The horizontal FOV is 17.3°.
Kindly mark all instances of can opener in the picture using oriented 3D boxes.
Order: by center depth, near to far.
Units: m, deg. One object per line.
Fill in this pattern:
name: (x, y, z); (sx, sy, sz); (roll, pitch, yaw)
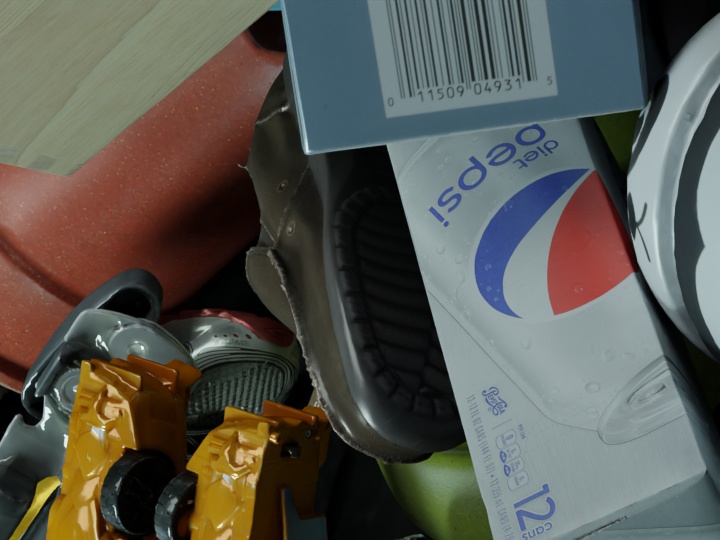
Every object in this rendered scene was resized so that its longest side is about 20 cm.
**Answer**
can opener: (-0.128, 0.088, 0.933); (0.201, 0.053, 0.067); (-55, 15, 25)

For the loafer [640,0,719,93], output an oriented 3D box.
loafer: (0.122, -0.153, 0.773); (0.063, 0.071, 0.202); (-18, 72, 58)

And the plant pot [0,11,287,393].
plant pot: (-0.093, -0.079, 0.995); (0.195, 0.200, 0.202); (-35, 41, 28)

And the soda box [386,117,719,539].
soda box: (0.061, 0.019, 0.710); (0.063, 0.068, 0.201); (-25, 41, 11)

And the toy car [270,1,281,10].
toy car: (0.027, -0.220, 0.860); (0.201, 0.175, 0.186); (112, 162, -53)

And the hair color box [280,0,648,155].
hair color box: (0.032, -0.099, 0.733); (0.200, 0.098, 0.061); (-84, -14, -70)

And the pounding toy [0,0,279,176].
pounding toy: (-0.139, -0.161, 0.839); (0.184, 0.141, 0.202); (-34, 56, 40)

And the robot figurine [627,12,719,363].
robot figurine: (0.153, -0.008, 0.617); (0.151, 0.124, 0.200); (-57, 32, 1)

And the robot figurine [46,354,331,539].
robot figurine: (-0.066, 0.139, 0.849); (0.144, 0.058, 0.202); (16, 104, 39)

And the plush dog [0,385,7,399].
plush dog: (-0.256, 0.120, 1.152); (0.201, 0.159, 0.173); (-101, 20, -47)

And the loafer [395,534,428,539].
loafer: (0.047, 0.123, 0.732); (0.199, 0.075, 0.070); (10, 81, 58)

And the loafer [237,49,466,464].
loafer: (0.000, 0.000, 0.835); (0.071, 0.073, 0.201); (-54, 29, 31)

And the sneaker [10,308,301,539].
sneaker: (-0.081, 0.096, 0.960); (0.201, 0.077, 0.082); (-56, 38, 29)

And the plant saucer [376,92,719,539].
plant saucer: (0.061, 0.000, 0.831); (0.199, 0.031, 0.201); (-32, 44, 37)

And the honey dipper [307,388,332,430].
honey dipper: (-0.014, 0.052, 0.916); (0.038, 0.038, 0.201); (3, 68, 57)
